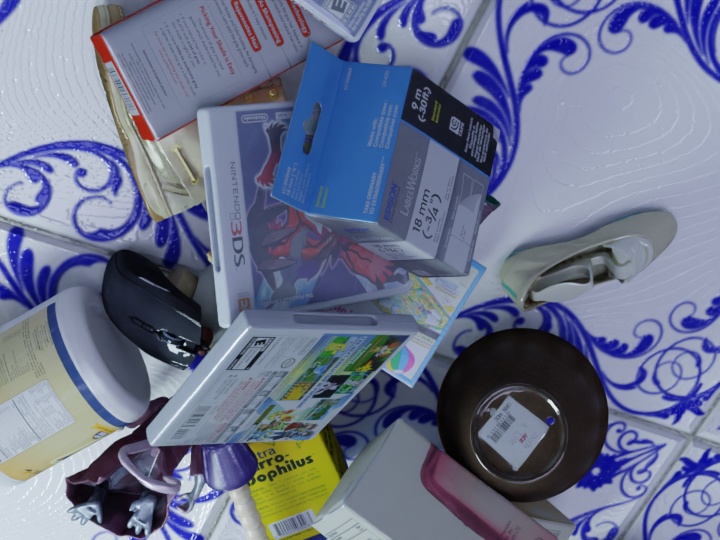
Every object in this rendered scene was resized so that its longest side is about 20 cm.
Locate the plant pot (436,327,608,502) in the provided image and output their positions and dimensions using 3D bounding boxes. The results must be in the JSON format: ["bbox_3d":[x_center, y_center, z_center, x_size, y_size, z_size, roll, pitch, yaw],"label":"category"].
[{"bbox_3d":[0.160,0.154,1.252,0.185,0.200,0.189,0,88,9],"label":"plant pot"}]

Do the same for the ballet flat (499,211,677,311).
[{"bbox_3d":[0.245,-0.005,1.296,0.199,0.070,0.070,-18,123,-1],"label":"ballet flat"}]

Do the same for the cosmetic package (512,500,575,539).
[{"bbox_3d":[0.146,0.299,1.405,0.199,0.071,0.106,23,103,-48],"label":"cosmetic package"}]

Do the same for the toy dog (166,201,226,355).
[{"bbox_3d":[-0.116,0.011,1.211,0.131,0.097,0.201,18,116,-21],"label":"toy dog"}]

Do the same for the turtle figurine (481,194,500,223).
[{"bbox_3d":[0.049,-0.003,1.242,0.149,0.101,0.201,22,108,-24],"label":"turtle figurine"}]

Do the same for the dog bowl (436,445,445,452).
[{"bbox_3d":[0.055,0.264,1.407,0.111,0.050,0.201,-34,129,-17],"label":"dog bowl"}]

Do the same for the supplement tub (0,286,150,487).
[{"bbox_3d":[-0.320,0.120,1.207,0.199,0.145,0.145,-29,122,6],"label":"supplement tub"}]

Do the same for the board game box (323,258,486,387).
[{"bbox_3d":[0.000,0.000,1.169,0.199,0.034,0.135,33,90,-10],"label":"board game box"}]

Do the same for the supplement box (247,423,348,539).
[{"bbox_3d":[-0.085,0.186,1.316,0.109,0.109,0.201,-21,123,2],"label":"supplement box"}]

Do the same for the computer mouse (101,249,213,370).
[{"bbox_3d":[-0.176,0.031,1.163,0.046,0.200,0.141,-19,143,-51],"label":"computer mouse"}]

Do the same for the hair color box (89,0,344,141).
[{"bbox_3d":[-0.116,-0.200,1.057,0.199,0.061,0.102,-30,106,-14],"label":"hair color box"}]

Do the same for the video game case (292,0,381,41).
[{"bbox_3d":[-0.025,-0.322,1.018,0.182,0.023,0.201,32,88,-23],"label":"video game case"}]

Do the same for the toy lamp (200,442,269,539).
[{"bbox_3d":[-0.113,0.239,1.245,0.058,0.058,0.201,-18,123,0],"label":"toy lamp"}]

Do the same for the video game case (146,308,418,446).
[{"bbox_3d":[-0.071,0.099,1.116,0.181,0.022,0.200,3,142,-37],"label":"video game case"}]

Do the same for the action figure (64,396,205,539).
[{"bbox_3d":[-0.208,0.171,1.243,0.133,0.200,0.149,31,131,4],"label":"action figure"}]

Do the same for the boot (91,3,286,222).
[{"bbox_3d":[-0.148,-0.158,1.120,0.154,0.073,0.201,-19,111,-8],"label":"boot"}]

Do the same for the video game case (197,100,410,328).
[{"bbox_3d":[-0.044,-0.056,1.081,0.199,0.023,0.184,-10,98,-37],"label":"video game case"}]

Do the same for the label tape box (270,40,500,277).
[{"bbox_3d":[0.028,-0.093,1.075,0.199,0.063,0.145,27,71,-43],"label":"label tape box"}]

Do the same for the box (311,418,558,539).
[{"bbox_3d":[0.071,0.258,1.227,0.200,0.109,0.128,38,154,-1],"label":"box"}]
